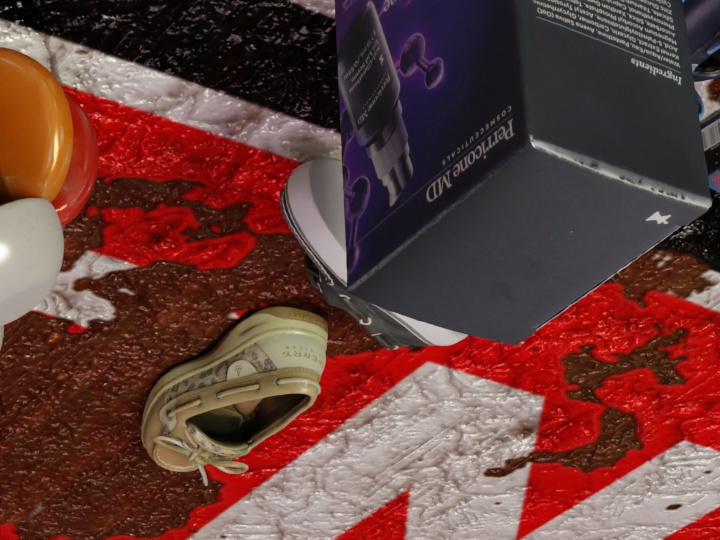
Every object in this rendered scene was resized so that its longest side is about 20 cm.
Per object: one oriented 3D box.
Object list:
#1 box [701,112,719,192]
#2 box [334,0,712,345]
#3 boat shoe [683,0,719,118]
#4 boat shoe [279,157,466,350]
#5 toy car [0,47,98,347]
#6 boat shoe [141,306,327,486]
[{"bbox_3d":[0.304,-0.087,1.169,0.136,0.038,0.200,22,140,-34],"label":"box"},{"bbox_3d":[0.070,-0.090,0.992,0.104,0.200,0.148,17,143,-29],"label":"box"},{"bbox_3d":[0.165,-0.116,1.066,0.069,0.084,0.200,27,141,-21],"label":"boat shoe"},{"bbox_3d":[0.000,0.000,1.256,0.057,0.069,0.200,-17,147,23],"label":"boat shoe"},{"bbox_3d":[-0.216,-0.042,1.116,0.150,0.175,0.200,-26,166,-41],"label":"toy car"},{"bbox_3d":[-0.089,0.093,1.398,0.073,0.063,0.200,14,145,-26],"label":"boat shoe"}]
